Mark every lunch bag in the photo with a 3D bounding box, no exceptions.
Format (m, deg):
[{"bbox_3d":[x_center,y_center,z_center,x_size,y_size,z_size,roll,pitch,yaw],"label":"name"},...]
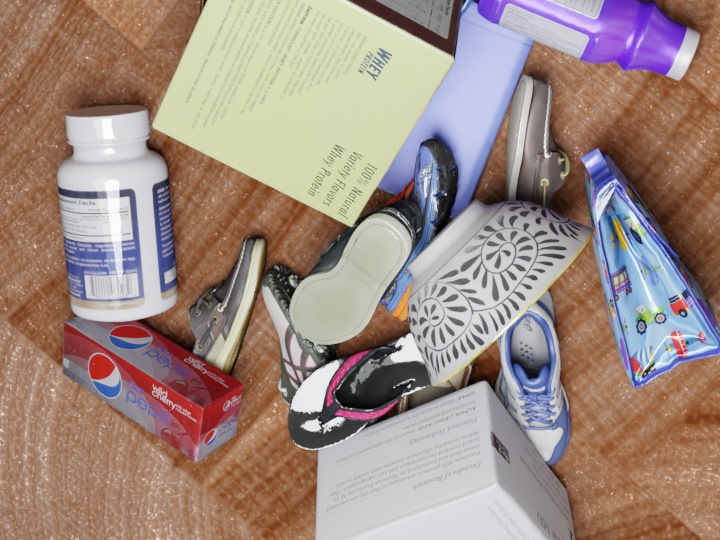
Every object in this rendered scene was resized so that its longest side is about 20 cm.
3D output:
[{"bbox_3d":[0.249,-0.019,1.127,0.093,0.151,0.202,-24,101,14],"label":"lunch bag"}]

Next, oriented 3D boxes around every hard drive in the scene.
[{"bbox_3d":[0.075,-0.165,1.180,0.131,0.025,0.202,21,108,3],"label":"hard drive"}]

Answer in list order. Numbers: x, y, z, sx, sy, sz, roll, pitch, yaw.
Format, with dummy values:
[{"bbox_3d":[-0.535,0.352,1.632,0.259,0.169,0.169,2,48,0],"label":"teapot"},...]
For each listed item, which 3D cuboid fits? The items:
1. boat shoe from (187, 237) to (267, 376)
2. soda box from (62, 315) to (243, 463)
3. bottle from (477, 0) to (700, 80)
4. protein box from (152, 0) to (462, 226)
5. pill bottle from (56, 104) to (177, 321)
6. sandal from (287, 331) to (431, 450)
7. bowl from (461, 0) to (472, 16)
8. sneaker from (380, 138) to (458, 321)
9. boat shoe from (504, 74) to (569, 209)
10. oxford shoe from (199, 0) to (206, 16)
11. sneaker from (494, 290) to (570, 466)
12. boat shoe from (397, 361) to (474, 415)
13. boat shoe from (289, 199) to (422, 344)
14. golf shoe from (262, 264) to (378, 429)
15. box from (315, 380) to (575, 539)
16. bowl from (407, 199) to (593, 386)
[{"bbox_3d":[-0.148,0.054,1.252,0.064,0.073,0.202,20,108,-2],"label":"boat shoe"},{"bbox_3d":[-0.215,0.110,1.240,0.199,0.063,0.071,27,123,26],"label":"soda box"},{"bbox_3d":[0.209,-0.233,1.109,0.198,0.084,0.066,22,140,2],"label":"bottle"},{"bbox_3d":[-0.043,-0.187,1.057,0.198,0.136,0.199,26,128,-10],"label":"protein box"},{"bbox_3d":[-0.245,-0.060,1.217,0.110,0.111,0.203,0,105,9],"label":"pill bottle"},{"bbox_3d":[0.012,0.108,1.176,0.199,0.045,0.076,-30,86,7],"label":"sandal"},{"bbox_3d":[0.026,-0.304,1.124,0.198,0.039,0.203,4,102,20],"label":"bowl"},{"bbox_3d":[0.039,-0.040,1.176,0.078,0.076,0.202,21,124,7],"label":"sneaker"},{"bbox_3d":[0.168,-0.087,1.165,0.059,0.072,0.202,4,110,2],"label":"boat shoe"},{"bbox_3d":[-0.133,-0.206,1.180,0.070,0.071,0.202,0,107,8],"label":"oxford shoe"},{"bbox_3d":[0.167,0.113,1.210,0.074,0.088,0.202,-9,107,9],"label":"sneaker"},{"bbox_3d":[0.083,0.093,1.226,0.075,0.072,0.202,11,107,6],"label":"boat shoe"},{"bbox_3d":[-0.002,-0.002,1.136,0.074,0.066,0.200,36,137,3],"label":"boat shoe"},{"bbox_3d":[-0.058,0.094,1.250,0.087,0.077,0.201,-26,99,24],"label":"golf shoe"},{"bbox_3d":[0.086,0.245,1.193,0.198,0.132,0.199,-24,128,20],"label":"box"},{"bbox_3d":[0.104,0.000,1.082,0.094,0.201,0.201,46,107,-1],"label":"bowl"}]
